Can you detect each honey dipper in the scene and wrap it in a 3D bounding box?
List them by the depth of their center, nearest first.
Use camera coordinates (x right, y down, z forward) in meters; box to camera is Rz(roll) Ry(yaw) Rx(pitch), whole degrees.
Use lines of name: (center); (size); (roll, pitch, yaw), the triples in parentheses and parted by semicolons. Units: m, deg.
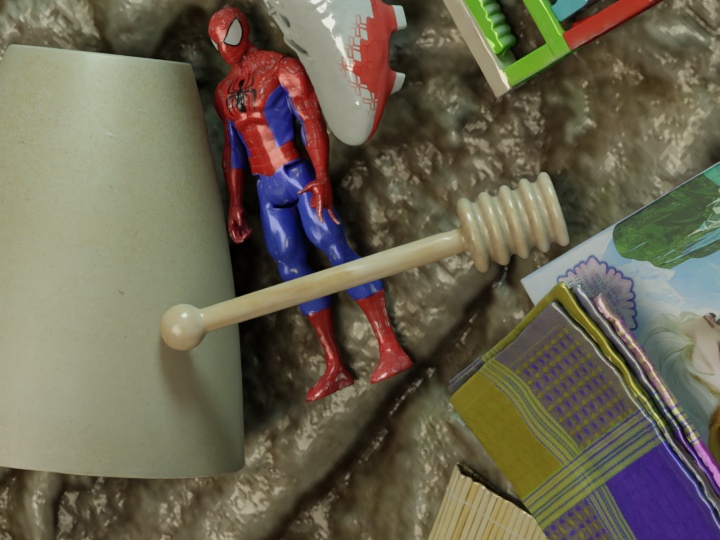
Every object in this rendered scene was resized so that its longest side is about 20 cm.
honey dipper: (0.000, 0.000, 1.375); (0.199, 0.038, 0.038); (-17, 96, 2)

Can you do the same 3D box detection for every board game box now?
board game box: (0.202, 0.042, 1.323); (0.199, 0.041, 0.200); (-33, 87, 34)

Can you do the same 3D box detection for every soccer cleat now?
soccer cleat: (-0.035, -0.155, 1.371); (0.069, 0.085, 0.201); (5, 107, 62)

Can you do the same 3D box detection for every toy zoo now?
toy zoo: (0.109, -0.182, 1.323); (0.200, 0.020, 0.132); (-30, 88, 34)

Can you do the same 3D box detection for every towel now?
towel: (0.122, 0.110, 1.360); (0.200, 0.023, 0.144); (58, 146, 5)

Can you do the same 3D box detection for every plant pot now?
plant pot: (-0.142, -0.009, 1.446); (0.187, 0.187, 0.201); (7, 94, 29)

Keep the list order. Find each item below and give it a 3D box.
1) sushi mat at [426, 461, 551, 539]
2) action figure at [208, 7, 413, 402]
sushi mat: (0.055, 0.204, 1.477); (0.095, 0.012, 0.201); (29, 117, 19)
action figure: (-0.034, -0.036, 1.439); (0.065, 0.052, 0.201); (-17, 93, 37)
